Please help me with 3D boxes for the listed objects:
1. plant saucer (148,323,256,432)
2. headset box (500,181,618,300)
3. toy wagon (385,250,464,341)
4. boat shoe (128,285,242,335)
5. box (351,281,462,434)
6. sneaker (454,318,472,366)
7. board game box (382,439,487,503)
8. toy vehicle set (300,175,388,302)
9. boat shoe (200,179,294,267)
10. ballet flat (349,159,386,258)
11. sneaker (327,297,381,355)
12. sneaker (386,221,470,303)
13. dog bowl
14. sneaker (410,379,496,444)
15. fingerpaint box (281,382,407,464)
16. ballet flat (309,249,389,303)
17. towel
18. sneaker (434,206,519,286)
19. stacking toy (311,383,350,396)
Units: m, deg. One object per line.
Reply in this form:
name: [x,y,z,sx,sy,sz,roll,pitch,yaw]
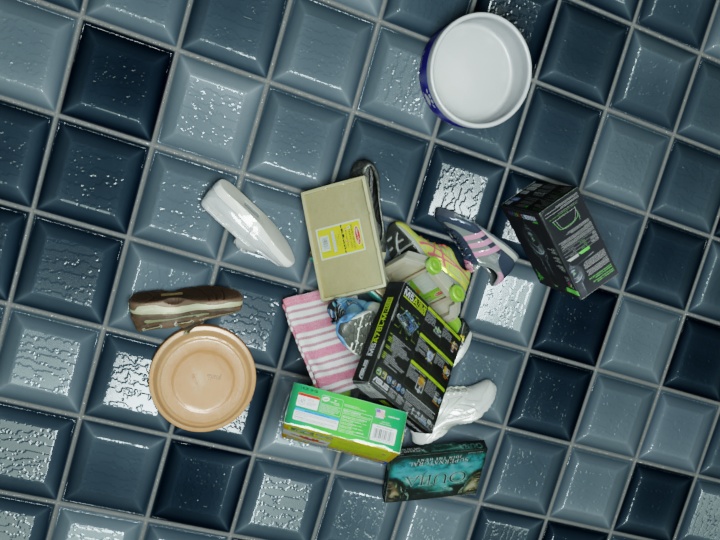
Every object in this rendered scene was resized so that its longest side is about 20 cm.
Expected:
plant saucer: [-0.291,0.202,1.431,0.196,0.032,0.205,-2,100,-13]
headset box: [0.377,-0.055,1.470,0.092,0.174,0.202,-32,106,-6]
toy wagon: [0.126,0.056,1.448,0.200,0.154,0.040,48,47,-13]
boat shoe: [-0.310,0.076,1.391,0.198,0.075,0.076,-1,112,-6]
box: [0.087,0.154,1.348,0.200,0.047,0.196,42,56,-38]
sneaker: [0.132,0.165,1.500,0.086,0.080,0.200,43,86,-11]
board game box: [0.146,0.401,1.539,0.196,0.028,0.137,-2,125,-12]
toy vehicle set: [-0.029,-0.056,1.385,0.122,0.026,0.204,-12,84,11]
boat shoe: [-0.203,-0.071,1.391,0.068,0.072,0.200,-38,114,18]
ballet flat: [0.013,-0.104,1.436,0.065,0.057,0.204,-11,102,-10]
sneaker: [-0.022,0.089,1.336,0.088,0.200,0.080,18,96,7]
sneaker: [0.132,-0.024,1.478,0.200,0.078,0.091,46,54,-7]
dog bowl: [0.210,-0.365,1.427,0.196,0.079,0.204,-2,99,-12]
sneaker: [0.175,0.258,1.528,0.198,0.078,0.101,-28,101,-8]
fingerpaint box: [-0.031,0.264,1.325,0.196,0.167,0.075,15,69,-1]
ballet flat: [0.000,0.000,1.425,0.198,0.071,0.066,32,81,3]
towel: [-0.045,0.122,1.411,0.144,0.030,0.202,-16,69,-23]
sneaker: [0.212,-0.044,1.486,0.198,0.070,0.083,32,87,-15]
stacking toy: [-0.055,0.229,1.464,0.108,0.116,0.204,12,85,-10]
